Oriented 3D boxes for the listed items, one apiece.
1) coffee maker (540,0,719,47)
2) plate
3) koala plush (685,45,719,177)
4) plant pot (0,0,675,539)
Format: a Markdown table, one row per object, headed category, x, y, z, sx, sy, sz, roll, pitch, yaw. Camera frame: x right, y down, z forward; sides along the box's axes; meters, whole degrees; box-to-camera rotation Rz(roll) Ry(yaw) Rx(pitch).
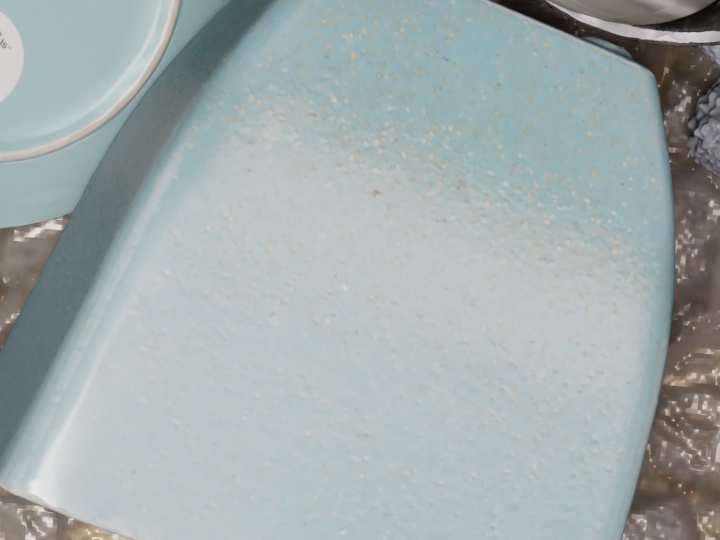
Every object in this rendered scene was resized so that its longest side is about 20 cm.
| category | x | y | z | sx | sy | sz | roll | pitch | yaw |
| --- | --- | --- | --- | --- | --- | --- | --- | --- | --- |
| coffee maker | 0.054 | -0.172 | 0.745 | 0.134 | 0.200 | 0.193 | -6 | 83 | 29 |
| plate | -0.131 | -0.106 | 0.909 | 0.199 | 0.026 | 0.201 | -6 | 111 | -16 |
| koala plush | 0.135 | -0.137 | 0.882 | 0.200 | 0.184 | 0.178 | 39 | 95 | 6 |
| plant pot | 0.000 | 0.000 | 0.870 | 0.196 | 0.196 | 0.201 | 22 | 92 | -12 |
